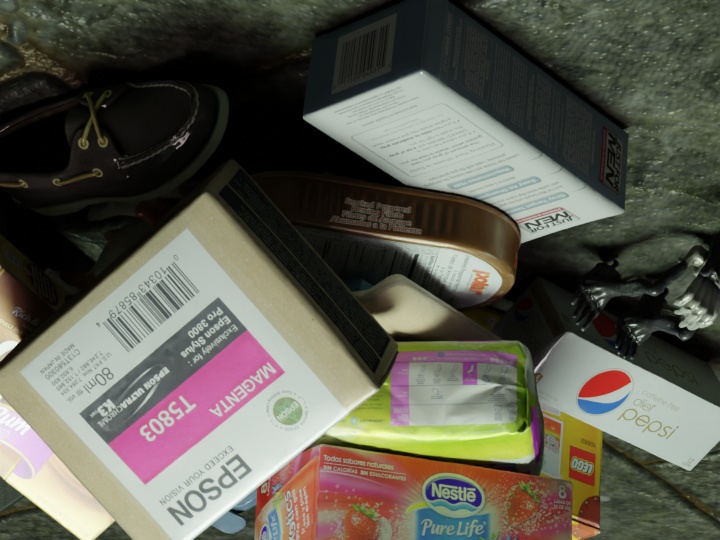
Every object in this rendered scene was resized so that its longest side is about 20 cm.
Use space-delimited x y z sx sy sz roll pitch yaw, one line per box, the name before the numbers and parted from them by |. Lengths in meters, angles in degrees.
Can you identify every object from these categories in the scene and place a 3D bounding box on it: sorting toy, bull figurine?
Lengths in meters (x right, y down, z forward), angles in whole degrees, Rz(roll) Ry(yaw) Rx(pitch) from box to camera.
sorting toy | -0.020 0.043 1.369 0.199 0.037 0.185 -9 157 29
bull figurine | -0.166 0.006 1.388 0.121 0.065 0.200 29 105 -35

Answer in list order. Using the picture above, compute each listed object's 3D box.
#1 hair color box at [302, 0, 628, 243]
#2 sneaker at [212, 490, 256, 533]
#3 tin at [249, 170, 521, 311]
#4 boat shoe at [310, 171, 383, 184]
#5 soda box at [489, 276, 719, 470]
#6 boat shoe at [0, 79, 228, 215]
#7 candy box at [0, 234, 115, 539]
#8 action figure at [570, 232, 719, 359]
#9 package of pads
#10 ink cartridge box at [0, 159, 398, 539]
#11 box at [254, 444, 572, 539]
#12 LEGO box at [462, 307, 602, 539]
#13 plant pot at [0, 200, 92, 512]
hair color box | 0.069 -0.089 1.244 0.099 0.061 0.199 -17 145 40
sneaker | -0.133 0.133 1.578 0.145 0.081 0.201 -19 143 -1
tin | 0.005 -0.016 1.302 0.198 0.042 0.112 8 159 -3
boat shoe | 0.000 0.000 1.424 0.064 0.073 0.201 3 147 7
soda box | 0.194 0.080 1.521 0.199 0.068 0.064 25 116 -34
boat shoe | -0.169 -0.082 1.290 0.200 0.072 0.060 -16 150 40
candy box | -0.215 0.080 1.349 0.117 0.057 0.200 -41 120 8
action figure | 0.252 0.019 1.379 0.199 0.103 0.119 -16 135 39
package of pads | 0.023 0.099 1.361 0.198 0.069 0.155 -1 161 7
ink cartridge box | -0.103 0.059 1.247 0.200 0.075 0.165 -40 97 19
box | 0.036 0.184 1.357 0.199 0.096 0.102 11 161 -25
LEGO box | 0.089 0.114 1.538 0.199 0.150 0.077 22 149 -29
plant pot | -0.294 0.060 1.475 0.176 0.201 0.200 -18 146 21
